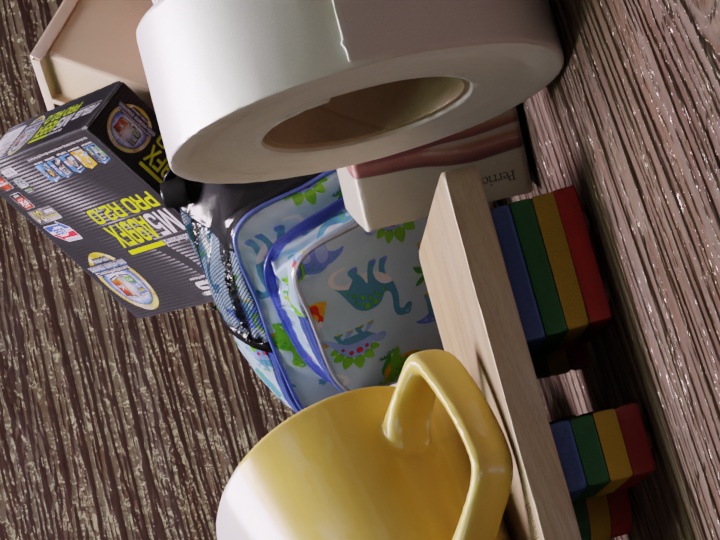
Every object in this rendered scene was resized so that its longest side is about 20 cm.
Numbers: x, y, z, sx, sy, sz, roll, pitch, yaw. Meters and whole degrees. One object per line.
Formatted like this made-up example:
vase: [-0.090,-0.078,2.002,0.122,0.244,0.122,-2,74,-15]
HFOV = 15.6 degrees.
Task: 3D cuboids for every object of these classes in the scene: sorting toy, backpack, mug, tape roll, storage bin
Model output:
sorting toy: [0.094,0.057,1.363,0.199,0.069,0.201,101,154,-78]
backpack: [0.000,0.000,1.632,0.147,0.183,0.200,42,157,45]
mug: [0.015,0.153,1.341,0.187,0.149,0.153,71,172,-46]
tape roll: [-0.005,-0.107,1.269,0.202,0.202,0.071,102,155,-79]
storage bin: [-0.127,-0.157,1.826,0.199,0.093,0.200,82,-149,-60]

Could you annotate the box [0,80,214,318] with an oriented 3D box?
box: [-0.154,-0.043,1.755,0.160,0.044,0.200,44,156,-18]

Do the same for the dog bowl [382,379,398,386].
dog bowl: [0.053,0.167,1.565,0.074,0.200,0.201,13,-128,-46]

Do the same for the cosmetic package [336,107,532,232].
cosmetic package: [0.023,-0.134,1.452,0.087,0.103,0.201,-123,19,-76]

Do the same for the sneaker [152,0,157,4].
sneaker: [-0.091,-0.144,1.652,0.108,0.067,0.202,73,175,-81]
